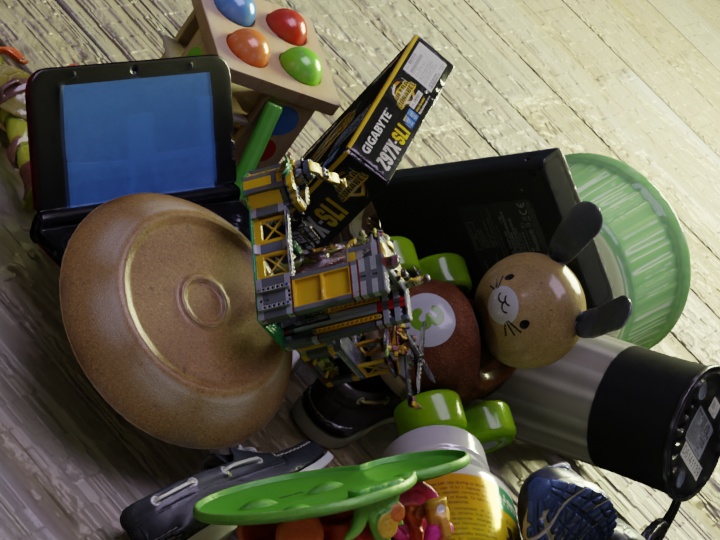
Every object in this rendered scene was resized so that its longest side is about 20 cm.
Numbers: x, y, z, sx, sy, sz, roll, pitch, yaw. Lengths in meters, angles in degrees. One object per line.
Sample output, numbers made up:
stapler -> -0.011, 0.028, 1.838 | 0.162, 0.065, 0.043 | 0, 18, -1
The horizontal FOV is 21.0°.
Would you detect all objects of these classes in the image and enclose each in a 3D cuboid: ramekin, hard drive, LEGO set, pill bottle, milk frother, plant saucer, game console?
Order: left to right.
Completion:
game console -> -0.142, -0.066, 1.470 | 0.200, 0.119, 0.172 | -12, 43, -44
plant saucer -> -0.121, 0.028, 1.396 | 0.200, 0.035, 0.201 | 21, 54, -31
LEGO set -> 0.000, 0.000, 1.427 | 0.200, 0.116, 0.154 | 58, 24, -50
pill bottle -> 0.066, 0.214, 1.437 | 0.113, 0.113, 0.200 | 23, 34, -24
hard drive -> 0.106, -0.026, 1.637 | 0.033, 0.200, 0.140 | -38, 113, -41
ramekin -> 0.192, 0.000, 1.779 | 0.200, 0.200, 0.098 | 48, 39, 15
milk frother -> 0.189, 0.160, 1.634 | 0.188, 0.181, 0.200 | 17, 50, 34

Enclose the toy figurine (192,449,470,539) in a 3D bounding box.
toy figurine -> -0.002, 0.229, 1.297 | 0.200, 0.150, 0.185 | -11, 94, -32

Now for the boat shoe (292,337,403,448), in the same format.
boat shoe -> 0.020, 0.086, 1.606 | 0.072, 0.061, 0.201 | 44, 31, 10

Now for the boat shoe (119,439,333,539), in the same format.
boat shoe -> -0.092, 0.155, 1.385 | 0.060, 0.076, 0.200 | 51, 32, 8

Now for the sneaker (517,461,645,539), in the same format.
sneaker -> 0.150, 0.185, 1.477 | 0.085, 0.077, 0.200 | 49, 0, 32

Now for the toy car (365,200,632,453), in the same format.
toy car -> 0.117, 0.033, 1.540 | 0.158, 0.200, 0.165 | 16, 53, -55

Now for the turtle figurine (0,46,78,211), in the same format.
turtle figurine -> -0.269, -0.129, 1.579 | 0.200, 0.064, 0.161 | -10, 56, -52

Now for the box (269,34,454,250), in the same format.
box -> -0.015, -0.085, 1.626 | 0.049, 0.200, 0.160 | 36, 48, -10

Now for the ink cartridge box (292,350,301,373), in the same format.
ink cartridge box -> -0.102, 0.048, 1.520 | 0.116, 0.067, 0.200 | 38, 31, 3

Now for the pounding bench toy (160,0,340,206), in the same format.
pounding bench toy -> -0.102, -0.131, 1.669 | 0.124, 0.156, 0.200 | 16, 38, -33

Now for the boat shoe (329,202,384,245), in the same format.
boat shoe -> -0.011, 0.000, 1.685 | 0.202, 0.075, 0.075 | -84, 153, -62
